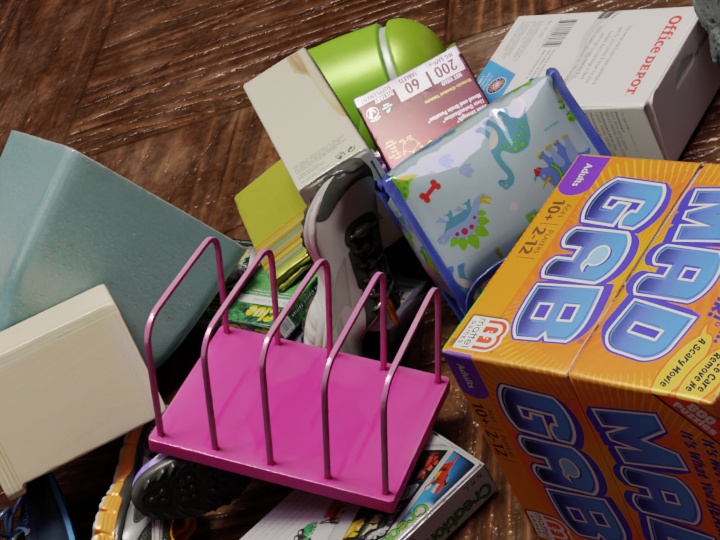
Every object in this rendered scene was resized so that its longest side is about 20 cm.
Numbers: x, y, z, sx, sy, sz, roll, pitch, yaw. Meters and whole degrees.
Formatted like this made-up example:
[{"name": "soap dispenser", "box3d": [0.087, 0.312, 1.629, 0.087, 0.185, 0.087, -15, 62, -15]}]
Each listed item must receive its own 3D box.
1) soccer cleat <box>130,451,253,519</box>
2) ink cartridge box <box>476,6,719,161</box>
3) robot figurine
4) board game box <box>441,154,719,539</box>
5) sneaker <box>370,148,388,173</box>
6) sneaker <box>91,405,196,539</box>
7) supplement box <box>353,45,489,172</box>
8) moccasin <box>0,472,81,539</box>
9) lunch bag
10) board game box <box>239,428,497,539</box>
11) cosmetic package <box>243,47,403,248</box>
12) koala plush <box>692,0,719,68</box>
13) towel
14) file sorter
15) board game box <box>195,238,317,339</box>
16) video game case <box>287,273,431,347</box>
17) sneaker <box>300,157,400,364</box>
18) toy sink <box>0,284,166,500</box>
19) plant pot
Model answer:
[{"name": "soccer cleat", "box3d": [-0.103, 0.133, 1.250, 0.200, 0.068, 0.073, -28, 40, -23]}, {"name": "ink cartridge box", "box3d": [0.214, -0.166, 1.429, 0.200, 0.084, 0.146, 5, 47, 38]}, {"name": "robot figurine", "box3d": [0.005, -0.183, 1.567, 0.200, 0.116, 0.176, -19, 25, 13]}, {"name": "board game box", "box3d": [0.215, 0.067, 1.044, 0.200, 0.200, 0.200, 9, 50, 40]}, {"name": "sneaker", "box3d": [0.052, -0.070, 1.436, 0.200, 0.081, 0.084, -12, 52, 28]}, {"name": "sneaker", "box3d": [-0.168, 0.188, 1.280, 0.077, 0.078, 0.200, 8, 36, 1]}, {"name": "supplement box", "box3d": [0.085, -0.086, 1.363, 0.109, 0.061, 0.200, -28, 67, 2]}, {"name": "moccasin", "box3d": [-0.267, 0.228, 1.277, 0.068, 0.081, 0.200, -21, 33, -9]}, {"name": "lunch bag", "box3d": [0.132, -0.033, 1.243, 0.170, 0.200, 0.127, -32, 5, -2]}, {"name": "board game box", "box3d": [-0.008, 0.198, 1.179, 0.200, 0.035, 0.126, -41, 36, -16]}, {"name": "cosmetic package", "box3d": [-0.030, -0.103, 1.377, 0.071, 0.105, 0.200, -32, 39, 3]}, {"name": "koala plush", "box3d": [0.397, -0.229, 1.299, 0.200, 0.178, 0.184, -20, 43, 1]}, {"name": "towel", "box3d": [-0.068, -0.052, 1.474, 0.086, 0.018, 0.200, -37, 29, 4]}, {"name": "file sorter", "box3d": [-0.047, 0.069, 1.172, 0.200, 0.126, 0.139, 12, 41, 17]}, {"name": "board game box", "box3d": [-0.107, 0.015, 1.461, 0.200, 0.023, 0.105, 7, 47, 50]}, {"name": "video game case", "box3d": [-0.043, 0.073, 1.371, 0.143, 0.019, 0.200, 9, 49, 41]}, {"name": "sneaker", "box3d": [0.000, 0.000, 1.265, 0.079, 0.200, 0.074, 22, 38, 33]}, {"name": "toy sink", "box3d": [-0.274, 0.109, 1.282, 0.200, 0.112, 0.130, -26, 10, -10]}, {"name": "plant pot", "box3d": [-0.263, 0.009, 1.435, 0.200, 0.196, 0.196, -62, 29, -5]}]
